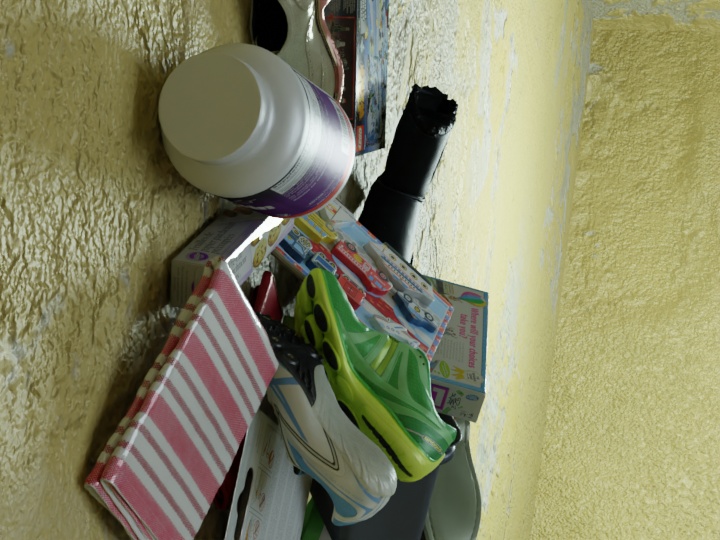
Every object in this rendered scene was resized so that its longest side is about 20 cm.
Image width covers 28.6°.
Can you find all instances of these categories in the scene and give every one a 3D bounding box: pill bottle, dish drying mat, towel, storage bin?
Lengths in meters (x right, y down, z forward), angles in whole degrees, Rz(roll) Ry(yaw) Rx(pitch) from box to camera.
[{"bbox_3d":[-0.079,-0.104,1.065,0.200,0.112,0.113,19,76,-74],"label":"pill bottle"},{"bbox_3d":[-0.100,0.101,1.222,0.077,0.018,0.201,80,18,-53],"label":"dish drying mat"},{"bbox_3d":[-0.127,0.105,1.035,0.147,0.030,0.200,71,38,-52],"label":"towel"},{"bbox_3d":[0.011,0.170,1.346,0.200,0.145,0.135,-123,-145,-56],"label":"storage bin"}]

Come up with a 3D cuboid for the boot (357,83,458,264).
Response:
[{"bbox_3d":[0.051,-0.097,1.522,0.199,0.073,0.163,-81,-166,-55],"label":"boot"}]

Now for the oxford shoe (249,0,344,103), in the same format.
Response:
[{"bbox_3d":[-0.065,-0.194,1.228,0.074,0.071,0.201,-44,142,-32],"label":"oxford shoe"}]

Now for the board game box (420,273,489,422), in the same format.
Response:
[{"bbox_3d":[0.055,0.063,1.366,0.200,0.134,0.034,-77,-177,-63],"label":"board game box"}]

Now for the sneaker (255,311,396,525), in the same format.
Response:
[{"bbox_3d":[-0.047,0.121,1.165,0.200,0.072,0.072,55,22,20],"label":"sneaker"}]

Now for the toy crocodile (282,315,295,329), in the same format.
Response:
[{"bbox_3d":[-0.033,0.014,1.378,0.200,0.061,0.068,-77,-177,-52],"label":"toy crocodile"}]

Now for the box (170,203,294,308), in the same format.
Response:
[{"bbox_3d":[-0.100,-0.023,1.145,0.200,0.039,0.042,-53,150,-65],"label":"box"}]

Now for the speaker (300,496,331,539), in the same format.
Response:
[{"bbox_3d":[0.033,0.291,1.401,0.088,0.199,0.089,-157,-90,-85],"label":"speaker"}]

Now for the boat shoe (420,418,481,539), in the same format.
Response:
[{"bbox_3d":[0.074,0.203,1.408,0.061,0.072,0.202,-38,-139,45],"label":"boat shoe"}]

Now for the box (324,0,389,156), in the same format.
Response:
[{"bbox_3d":[-0.005,-0.222,1.462,0.137,0.040,0.201,-31,123,-74],"label":"box"}]

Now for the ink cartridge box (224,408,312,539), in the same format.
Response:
[{"bbox_3d":[-0.097,0.216,1.206,0.200,0.050,0.163,56,41,-63],"label":"ink cartridge box"}]

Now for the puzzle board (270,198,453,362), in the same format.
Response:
[{"bbox_3d":[0.000,0.000,1.306,0.017,0.200,0.151,-45,-174,28],"label":"puzzle board"}]

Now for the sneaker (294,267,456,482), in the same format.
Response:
[{"bbox_3d":[0.011,0.086,1.221,0.083,0.074,0.200,-29,85,-34],"label":"sneaker"}]
